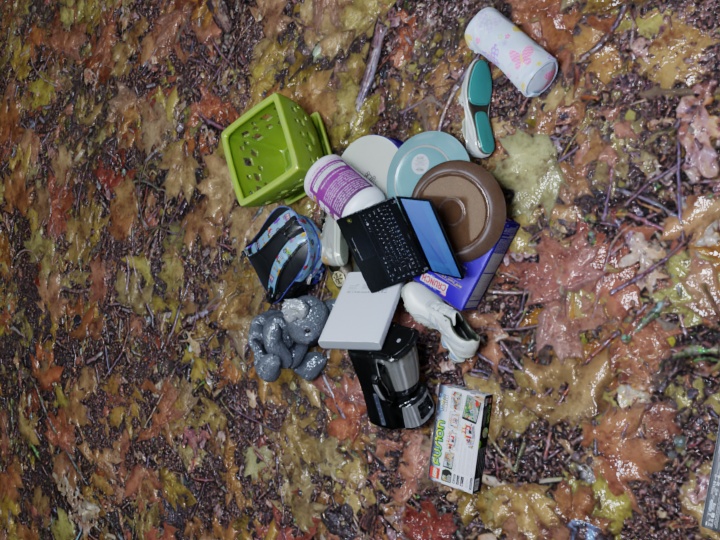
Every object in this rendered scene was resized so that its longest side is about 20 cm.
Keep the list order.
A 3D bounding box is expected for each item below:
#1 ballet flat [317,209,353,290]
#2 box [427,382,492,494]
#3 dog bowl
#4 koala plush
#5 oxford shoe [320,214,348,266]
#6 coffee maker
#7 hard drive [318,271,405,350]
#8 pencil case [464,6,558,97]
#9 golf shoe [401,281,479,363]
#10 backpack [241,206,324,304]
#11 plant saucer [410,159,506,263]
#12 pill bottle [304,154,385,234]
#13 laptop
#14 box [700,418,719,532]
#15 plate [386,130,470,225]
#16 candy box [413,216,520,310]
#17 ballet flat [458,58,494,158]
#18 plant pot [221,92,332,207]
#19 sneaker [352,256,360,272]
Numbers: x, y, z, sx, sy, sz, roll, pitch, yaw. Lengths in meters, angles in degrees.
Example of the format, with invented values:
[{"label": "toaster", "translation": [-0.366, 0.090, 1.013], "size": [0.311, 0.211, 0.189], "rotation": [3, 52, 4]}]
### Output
[{"label": "ballet flat", "translation": [-0.062, -0.051, 1.790], "size": [0.067, 0.046, 0.200], "rotation": [-18, 78, 37]}, {"label": "box", "translation": [0.201, 0.338, 1.581], "size": [0.110, 0.035, 0.200], "rotation": [10, 95, 37]}, {"label": "dog bowl", "translation": [0.041, -0.192, 1.695], "size": [0.200, 0.079, 0.201], "rotation": [-2, 87, 37]}, {"label": "koala plush", "translation": [-0.145, 0.128, 1.767], "size": [0.200, 0.177, 0.184], "rotation": [-47, 56, 33]}, {"label": "oxford shoe", "translation": [-0.060, -0.094, 1.737], "size": [0.058, 0.075, 0.200], "rotation": [-12, 54, 20]}, {"label": "coffee maker", "translation": [0.053, 0.210, 1.604], "size": [0.192, 0.135, 0.200], "rotation": [32, 143, 52]}, {"label": "hard drive", "translation": [0.007, 0.079, 1.586], "size": [0.132, 0.200, 0.027], "rotation": [-1, 132, 24]}, {"label": "pencil case", "translation": [0.290, -0.424, 1.508], "size": [0.200, 0.083, 0.091], "rotation": [50, 115, 27]}, {"label": "golf shoe", "translation": [0.168, 0.087, 1.561], "size": [0.200, 0.078, 0.097], "rotation": [46, 149, 11]}, {"label": "backpack", "translation": [-0.157, -0.047, 1.792], "size": [0.200, 0.134, 0.183], "rotation": [-52, 58, 35]}, {"label": "plant saucer", "translation": [0.179, -0.112, 1.499], "size": [0.200, 0.034, 0.201], "rotation": [4, 99, 27]}, {"label": "pill bottle", "translation": [-0.019, -0.146, 1.619], "size": [0.200, 0.112, 0.112], "rotation": [43, 113, 31]}, {"label": "laptop", "translation": [0.075, -0.042, 1.499], "size": [0.200, 0.103, 0.177], "rotation": [-21, 112, 12]}, {"label": "box", "translation": [0.643, 0.335, 1.233], "size": [0.161, 0.049, 0.200], "rotation": [11, 95, 39]}, {"label": "plate", "translation": [0.130, -0.183, 1.563], "size": [0.200, 0.026, 0.201], "rotation": [-2, 87, 36]}, {"label": "candy box", "translation": [0.199, -0.045, 1.570], "size": [0.169, 0.077, 0.200], "rotation": [36, 108, 32]}, {"label": "ballet flat", "translation": [0.228, -0.323, 1.571], "size": [0.069, 0.069, 0.200], "rotation": [-7, 85, 37]}, {"label": "plant pot", "translation": [-0.176, -0.266, 1.801], "size": [0.199, 0.181, 0.200], "rotation": [-27, 73, 34]}, {"label": "sneaker", "translation": [0.000, 0.000, 1.722], "size": [0.114, 0.076, 0.200], "rotation": [-26, 79, 28]}]
